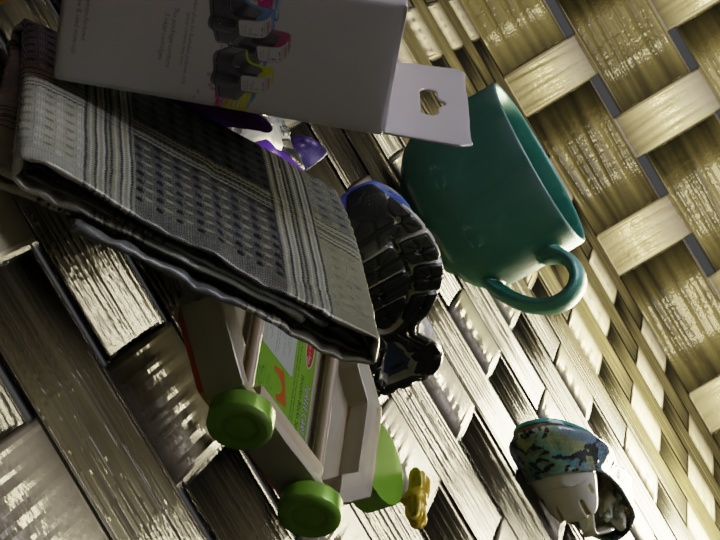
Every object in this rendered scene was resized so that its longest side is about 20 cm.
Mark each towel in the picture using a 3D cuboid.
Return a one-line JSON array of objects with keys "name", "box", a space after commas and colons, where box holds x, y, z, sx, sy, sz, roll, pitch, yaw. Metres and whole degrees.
[{"name": "towel", "box": [-0.085, -0.035, 1.137, 0.192, 0.035, 0.200, 29, 17, -17]}]

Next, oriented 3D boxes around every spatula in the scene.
[{"name": "spatula", "box": [-0.107, -0.108, 1.260, 0.056, 0.021, 0.200, 34, 2, -37]}]

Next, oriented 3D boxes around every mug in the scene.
[{"name": "mug", "box": [0.104, -0.053, 2.019, 0.152, 0.114, 0.186, 53, 13, -32]}]

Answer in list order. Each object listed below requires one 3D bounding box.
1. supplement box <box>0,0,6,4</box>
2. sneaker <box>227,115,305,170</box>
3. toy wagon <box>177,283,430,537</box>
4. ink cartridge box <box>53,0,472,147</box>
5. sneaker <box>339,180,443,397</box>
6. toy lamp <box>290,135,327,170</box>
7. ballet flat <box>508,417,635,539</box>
[{"name": "supplement box", "box": [-0.169, -0.219, 0.982, 0.133, 0.196, 0.200, 63, 11, 19]}, {"name": "sneaker", "box": [-0.059, -0.027, 1.325, 0.200, 0.069, 0.100, -25, 93, -76]}, {"name": "toy wagon", "box": [-0.026, 0.063, 1.238, 0.200, 0.039, 0.156, 56, 28, -34]}, {"name": "ink cartridge box", "box": [-0.039, -0.122, 1.163, 0.115, 0.198, 0.068, -90, -170, -66]}, {"name": "sneaker", "box": [0.000, 0.000, 1.432, 0.200, 0.078, 0.090, 87, -20, -63]}, {"name": "toy lamp", "box": [-0.091, -0.146, 1.521, 0.201, 0.058, 0.058, 57, 11, -8]}, {"name": "ballet flat", "box": [0.170, 0.168, 1.877, 0.200, 0.074, 0.075, 34, 28, -60]}]
